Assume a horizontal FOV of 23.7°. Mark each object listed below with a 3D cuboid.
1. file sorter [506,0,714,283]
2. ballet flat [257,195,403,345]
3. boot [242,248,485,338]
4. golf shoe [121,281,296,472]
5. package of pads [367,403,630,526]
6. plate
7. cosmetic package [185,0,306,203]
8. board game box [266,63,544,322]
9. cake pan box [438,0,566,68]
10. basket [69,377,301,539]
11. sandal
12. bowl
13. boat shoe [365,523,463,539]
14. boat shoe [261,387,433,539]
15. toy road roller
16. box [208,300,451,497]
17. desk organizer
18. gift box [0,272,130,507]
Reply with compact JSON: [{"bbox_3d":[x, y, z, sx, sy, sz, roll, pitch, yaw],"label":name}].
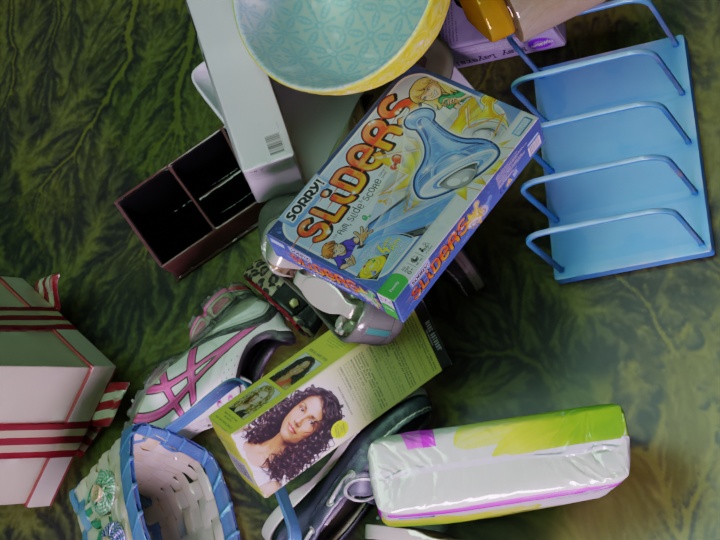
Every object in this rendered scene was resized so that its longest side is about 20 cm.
[{"bbox_3d":[0.204,-0.110,1.448,0.139,0.123,0.200,-11,71,22],"label":"file sorter"},{"bbox_3d":[-0.040,-0.006,1.429,0.200,0.064,0.067,41,117,38],"label":"ballet flat"},{"bbox_3d":[0.000,0.000,1.523,0.151,0.073,0.200,-45,57,-8],"label":"boot"},{"bbox_3d":[-0.142,0.110,1.574,0.092,0.073,0.200,36,92,29],"label":"golf shoe"},{"bbox_3d":[0.108,0.158,1.370,0.200,0.155,0.068,-8,78,0],"label":"package of pads"},{"bbox_3d":[-0.019,-0.154,1.543,0.200,0.032,0.200,-35,73,-6],"label":"plate"},{"bbox_3d":[-0.104,-0.166,1.497,0.051,0.083,0.200,-20,71,2],"label":"cosmetic package"},{"bbox_3d":[0.037,-0.067,1.390,0.135,0.034,0.200,27,68,30],"label":"board game box"},{"bbox_3d":[0.092,-0.288,1.594,0.184,0.052,0.200,-10,71,20],"label":"cake pan box"},{"bbox_3d":[-0.149,0.211,1.496,0.200,0.139,0.176,-32,55,18],"label":"basket"},{"bbox_3d":[0.019,-0.123,1.482,0.080,0.057,0.201,17,75,11],"label":"sandal"},{"bbox_3d":[0.003,-0.237,1.449,0.200,0.108,0.200,-5,80,30],"label":"bowl"},{"bbox_3d":[0.090,0.252,1.428,0.200,0.072,0.060,5,83,30],"label":"boat shoe"},{"bbox_3d":[-0.003,0.185,1.486,0.200,0.075,0.062,-45,60,9],"label":"boat shoe"},{"bbox_3d":[0.121,-0.291,1.436,0.123,0.146,0.200,-27,28,-1],"label":"toy road roller"},{"bbox_3d":[-0.023,0.099,1.436,0.200,0.075,0.050,-36,31,-16],"label":"box"},{"bbox_3d":[-0.126,-0.081,1.620,0.200,0.077,0.072,-34,64,13],"label":"desk organizer"},{"bbox_3d":[-0.341,0.105,1.602,0.185,0.187,0.200,43,111,30],"label":"gift box"}]
